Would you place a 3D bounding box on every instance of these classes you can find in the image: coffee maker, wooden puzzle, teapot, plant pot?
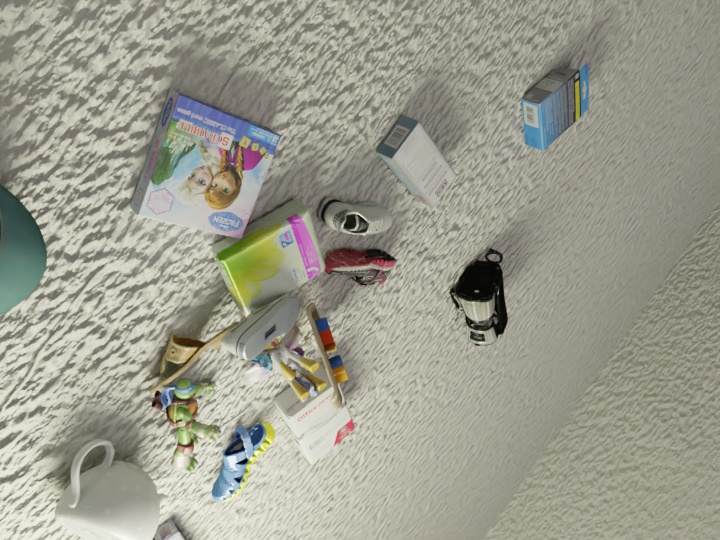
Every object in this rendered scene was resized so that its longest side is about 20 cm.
[{"bbox_3d":[0.360,0.083,1.596,0.191,0.134,0.201,-38,136,-19],"label":"coffee maker"},{"bbox_3d":[-0.063,0.180,1.185,0.046,0.203,0.186,-15,162,-4],"label":"wooden puzzle"},{"bbox_3d":[-0.456,0.424,1.056,0.200,0.196,0.147,-46,-162,49],"label":"teapot"},{"bbox_3d":[-0.492,-0.021,0.726,0.201,0.199,0.135,-54,166,0],"label":"plant pot"}]

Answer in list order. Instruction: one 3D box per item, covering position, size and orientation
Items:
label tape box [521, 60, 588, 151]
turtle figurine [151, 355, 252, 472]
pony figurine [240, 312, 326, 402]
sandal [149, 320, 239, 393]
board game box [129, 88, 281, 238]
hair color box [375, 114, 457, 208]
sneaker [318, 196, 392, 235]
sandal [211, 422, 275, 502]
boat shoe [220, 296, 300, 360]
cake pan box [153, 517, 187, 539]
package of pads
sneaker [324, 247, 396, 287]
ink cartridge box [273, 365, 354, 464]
[{"bbox_3d":[0.505,-0.430,1.453,0.200,0.066,0.144,-43,137,-17],"label":"label tape box"},{"bbox_3d":[-0.303,0.291,1.108,0.198,0.144,0.196,-14,134,-45],"label":"turtle figurine"},{"bbox_3d":[-0.163,0.181,1.162,0.167,0.199,0.194,-45,153,-20],"label":"pony figurine"},{"bbox_3d":[-0.325,0.142,1.061,0.210,0.078,0.070,-34,98,3],"label":"sandal"},{"bbox_3d":[-0.253,-0.167,0.939,0.198,0.041,0.202,11,108,-46],"label":"board game box"},{"bbox_3d":[0.126,-0.233,1.232,0.099,0.060,0.200,-53,138,-2],"label":"hair color box"},{"bbox_3d":[0.005,-0.102,1.190,0.198,0.080,0.077,-1,115,-44],"label":"sneaker"},{"bbox_3d":[-0.282,0.425,1.274,0.087,0.079,0.202,37,80,-45],"label":"sandal"},{"bbox_3d":[-0.183,0.095,1.055,0.200,0.065,0.075,-35,135,-60],"label":"boat shoe"},{"bbox_3d":[-0.470,0.681,1.278,0.183,0.052,0.202,-34,134,-25],"label":"cake pan box"},{"bbox_3d":[-0.171,-0.022,1.087,0.199,0.068,0.156,-31,133,-20],"label":"package of pads"},{"bbox_3d":[0.000,0.000,1.251,0.198,0.080,0.076,1,117,-43],"label":"sneaker"},{"bbox_3d":[-0.109,0.350,1.372,0.144,0.083,0.202,-34,134,-21],"label":"ink cartridge box"}]
